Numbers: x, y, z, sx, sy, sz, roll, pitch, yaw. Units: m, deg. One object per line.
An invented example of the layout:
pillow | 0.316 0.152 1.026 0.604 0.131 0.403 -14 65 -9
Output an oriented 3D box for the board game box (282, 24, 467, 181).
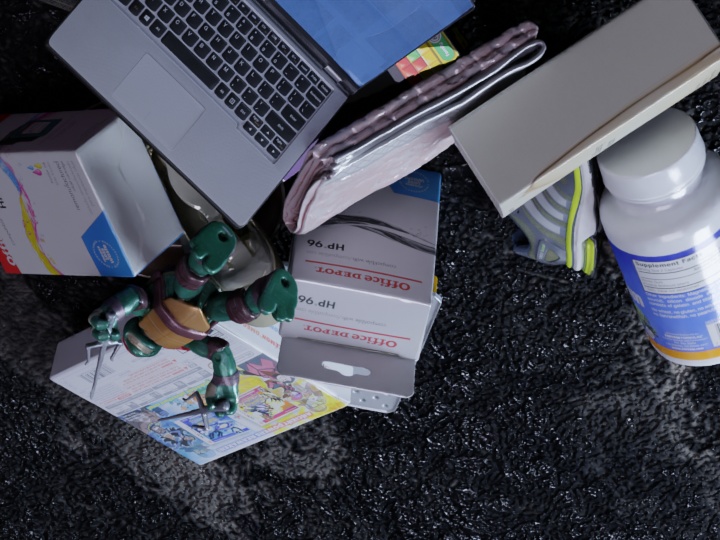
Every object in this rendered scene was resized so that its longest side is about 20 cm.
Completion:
board game box | -0.046 -0.194 1.579 0.165 0.057 0.201 -35 97 15

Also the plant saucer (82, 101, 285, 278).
plant saucer | -0.159 -0.075 1.798 0.198 0.032 0.201 3 133 4

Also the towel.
towel | 0.038 -0.103 1.622 0.199 0.032 0.191 -31 174 -13

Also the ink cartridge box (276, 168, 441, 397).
ink cartridge box | 0.000 0.000 1.735 0.115 0.201 0.068 10 133 -4

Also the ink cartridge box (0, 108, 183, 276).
ink cartridge box | -0.247 -0.061 1.730 0.199 0.067 0.117 1 124 42

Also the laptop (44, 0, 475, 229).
laptop | -0.067 -0.163 1.445 0.187 0.200 0.116 43 166 -18

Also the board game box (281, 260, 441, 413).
board game box | -0.046 0.047 1.870 0.198 0.026 0.201 12 146 -6

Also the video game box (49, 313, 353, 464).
video game box | -0.137 0.089 1.886 0.199 0.047 0.182 -24 133 39

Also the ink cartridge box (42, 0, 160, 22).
ink cartridge box | -0.193 -0.286 1.503 0.163 0.202 0.075 20 173 -13

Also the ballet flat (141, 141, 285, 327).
ballet flat | -0.115 -0.034 1.727 0.069 0.070 0.201 -25 108 26

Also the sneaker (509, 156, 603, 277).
sneaker | 0.150 -0.076 1.742 0.080 0.074 0.201 1 130 11

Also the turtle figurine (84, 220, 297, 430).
turtle figurine | -0.142 0.041 1.698 0.149 0.101 0.200 22 141 -30

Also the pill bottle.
pill bottle | 0.255 -0.029 1.744 0.111 0.113 0.201 -14 129 17

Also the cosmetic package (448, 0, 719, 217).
cosmetic package | 0.167 -0.126 1.614 0.199 0.104 0.073 -34 84 3
